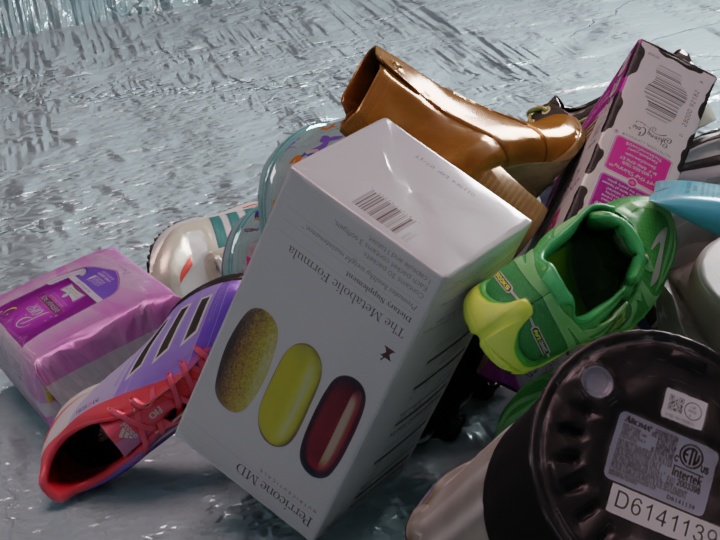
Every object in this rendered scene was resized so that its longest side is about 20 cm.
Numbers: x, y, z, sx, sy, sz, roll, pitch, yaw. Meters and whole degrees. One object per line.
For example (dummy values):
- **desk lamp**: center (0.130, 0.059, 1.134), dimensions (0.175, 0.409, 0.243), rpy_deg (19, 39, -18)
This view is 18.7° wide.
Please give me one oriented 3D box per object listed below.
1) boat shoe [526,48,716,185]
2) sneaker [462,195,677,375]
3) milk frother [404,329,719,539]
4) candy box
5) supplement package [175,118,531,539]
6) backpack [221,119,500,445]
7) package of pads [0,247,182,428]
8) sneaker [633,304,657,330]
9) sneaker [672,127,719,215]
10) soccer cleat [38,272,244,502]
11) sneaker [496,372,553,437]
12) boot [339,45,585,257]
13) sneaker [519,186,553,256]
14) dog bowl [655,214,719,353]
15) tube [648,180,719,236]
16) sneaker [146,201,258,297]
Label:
- **boat shoe**: center (0.157, -0.101, 1.607), dimensions (0.200, 0.061, 0.072), rpy_deg (-20, 3, 8)
- **sneaker**: center (0.137, 0.002, 1.235), dimensions (0.083, 0.074, 0.200), rpy_deg (-34, -2, 37)
- **milk frother**: center (0.101, 0.161, 0.960), dimensions (0.200, 0.180, 0.188), rpy_deg (-51, -2, -27)
- **candy box**: center (0.150, -0.029, 1.399), dimensions (0.061, 0.137, 0.201), rpy_deg (25, 61, -2)
- **supplement package**: center (-0.006, 0.035, 1.264), dimensions (0.113, 0.201, 0.109), rpy_deg (35, 32, 17)
- **backpack**: center (0.000, 0.000, 1.424), dimensions (0.149, 0.202, 0.177), rpy_deg (-1, 18, 27)
- **package of pads**: center (-0.192, 0.051, 1.558), dimensions (0.120, 0.076, 0.200), rpy_deg (-25, 19, -14)
- **sneaker**: center (0.210, 0.021, 1.491), dimensions (0.088, 0.079, 0.200), rpy_deg (-5, 23, -13)
- **sneaker**: center (0.245, -0.037, 1.583), dimensions (0.199, 0.116, 0.076), rpy_deg (-18, 2, 2)
- **soccer cleat**: center (-0.125, 0.077, 1.366), dimensions (0.200, 0.068, 0.073), rpy_deg (-37, 15, 26)
- **sneaker**: center (0.128, 0.105, 1.194), dimensions (0.083, 0.075, 0.200), rpy_deg (-13, 16, -27)
- **boot**: center (0.062, -0.094, 1.371), dimensions (0.071, 0.144, 0.201), rpy_deg (-48, 5, 26)
- **sneaker**: center (0.117, -0.018, 1.667), dimensions (0.198, 0.080, 0.129), rpy_deg (-32, 8, -21)
- **dog bowl**: center (0.273, 0.026, 1.347), dimensions (0.198, 0.059, 0.201), rpy_deg (5, 30, -3)
- **tube**: center (0.267, -0.019, 1.292), dimensions (0.198, 0.051, 0.077), rpy_deg (18, 8, 7)
- **sneaker**: center (-0.089, -0.016, 1.765), dimensions (0.093, 0.071, 0.199), rpy_deg (-6, 12, 34)
